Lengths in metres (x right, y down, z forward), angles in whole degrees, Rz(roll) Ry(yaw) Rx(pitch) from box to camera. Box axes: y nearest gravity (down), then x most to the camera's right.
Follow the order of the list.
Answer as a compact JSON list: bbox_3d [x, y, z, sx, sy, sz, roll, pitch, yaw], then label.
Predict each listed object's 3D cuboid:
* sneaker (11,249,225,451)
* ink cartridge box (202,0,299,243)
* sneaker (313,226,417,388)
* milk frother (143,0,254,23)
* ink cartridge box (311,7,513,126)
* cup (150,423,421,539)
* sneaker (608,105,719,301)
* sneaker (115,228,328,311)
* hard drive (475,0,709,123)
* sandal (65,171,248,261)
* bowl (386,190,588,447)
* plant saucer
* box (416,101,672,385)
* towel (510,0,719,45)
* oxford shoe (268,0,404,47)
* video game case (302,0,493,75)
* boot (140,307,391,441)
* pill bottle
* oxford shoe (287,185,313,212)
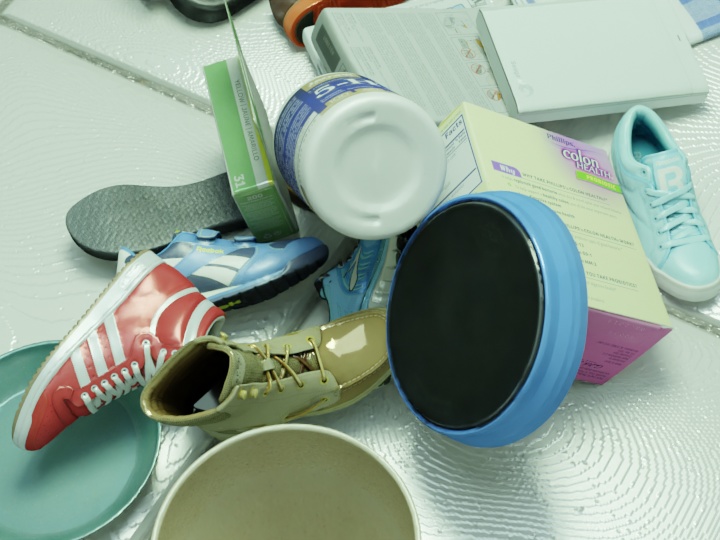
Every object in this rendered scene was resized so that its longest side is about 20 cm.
[{"bbox_3d":[-0.197,0.089,1.263,0.112,0.071,0.200,34,76,11],"label":"sneaker"},{"bbox_3d":[-0.107,-0.132,1.337,0.048,0.200,0.146,-17,63,2],"label":"ink cartridge box"},{"bbox_3d":[0.000,0.000,1.331,0.090,0.078,0.201,7,72,21],"label":"sneaker"},{"bbox_3d":[-0.159,-0.382,1.549,0.188,0.200,0.181,-33,63,-17],"label":"milk frother"},{"bbox_3d":[0.071,-0.188,1.462,0.199,0.057,0.163,-3,51,-32],"label":"ink cartridge box"},{"bbox_3d":[-0.050,0.239,1.148,0.199,0.143,0.201,-2,56,3],"label":"cup"},{"bbox_3d":[0.275,-0.066,1.369,0.074,0.082,0.201,-17,56,-7],"label":"sneaker"},{"bbox_3d":[-0.128,-0.006,1.349,0.199,0.074,0.083,-15,76,-5],"label":"sneaker"},{"bbox_3d":[0.226,-0.210,1.464,0.199,0.026,0.132,-8,59,-15],"label":"hard drive"},{"bbox_3d":[-0.177,-0.046,1.421,0.199,0.043,0.076,-9,62,-14],"label":"sandal"},{"bbox_3d":[0.091,0.036,1.163,0.039,0.201,0.201,8,46,-38],"label":"bowl"},{"bbox_3d":[-0.267,0.154,1.288,0.199,0.036,0.201,-2,56,3],"label":"plant saucer"},{"bbox_3d":[0.148,-0.021,1.288,0.175,0.097,0.201,13,48,-34],"label":"box"},{"bbox_3d":[0.267,-0.271,1.546,0.199,0.024,0.147,-20,57,-10],"label":"towel"},{"bbox_3d":[-0.004,-0.310,1.566,0.199,0.071,0.073,-28,53,-14],"label":"oxford shoe"},{"bbox_3d":[0.064,-0.199,1.503,0.199,0.024,0.182,-16,56,-13],"label":"video game case"},{"bbox_3d":[-0.068,0.079,1.221,0.199,0.155,0.073,-23,73,12],"label":"boot"},{"bbox_3d":[-0.010,-0.105,1.269,0.119,0.120,0.200,-20,19,-9],"label":"pill bottle"},{"bbox_3d":[0.012,-0.074,1.403,0.199,0.071,0.071,20,57,15],"label":"oxford shoe"}]
